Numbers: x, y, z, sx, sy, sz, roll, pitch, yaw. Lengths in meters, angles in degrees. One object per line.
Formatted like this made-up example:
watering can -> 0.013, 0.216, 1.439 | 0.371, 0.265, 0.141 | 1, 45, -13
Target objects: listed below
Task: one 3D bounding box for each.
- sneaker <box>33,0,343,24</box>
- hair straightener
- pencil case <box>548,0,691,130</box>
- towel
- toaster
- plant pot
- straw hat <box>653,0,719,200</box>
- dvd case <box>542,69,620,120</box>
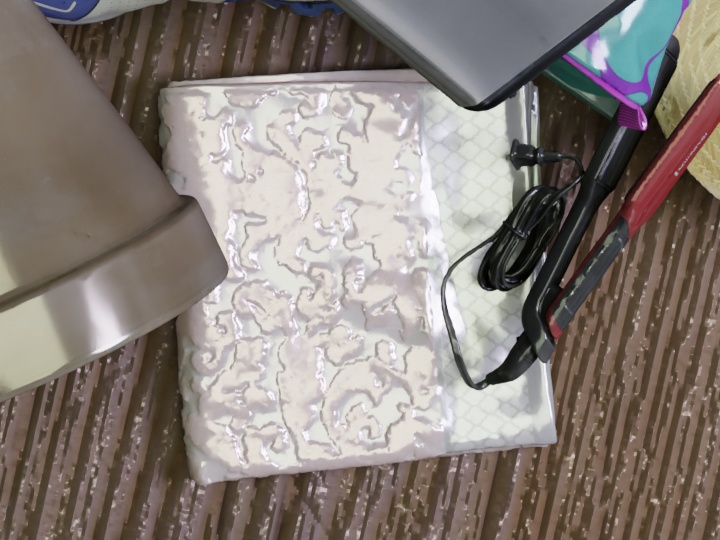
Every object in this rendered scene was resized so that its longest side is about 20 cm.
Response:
sneaker -> -0.067, -0.164, 1.262 | 0.199, 0.115, 0.081 | -2, 86, -17
hair straightener -> 0.101, -0.030, 1.309 | 0.077, 0.041, 0.200 | 36, 100, 20
pencil case -> 0.149, -0.173, 1.254 | 0.092, 0.085, 0.200 | 35, 88, -29
towel -> 0.000, 0.000, 1.335 | 0.190, 0.032, 0.201 | -4, 92, -5
toaster -> 0.067, -0.186, 1.173 | 0.119, 0.181, 0.200 | 34, 127, -28
plant pot -> -0.184, -0.038, 1.224 | 0.199, 0.200, 0.174 | -24, 100, -4
straw hat -> 0.246, -0.109, 1.319 | 0.200, 0.085, 0.202 | 2, 94, 25
dvd case -> 0.131, -0.192, 1.342 | 0.146, 0.022, 0.200 | 34, 89, -6
